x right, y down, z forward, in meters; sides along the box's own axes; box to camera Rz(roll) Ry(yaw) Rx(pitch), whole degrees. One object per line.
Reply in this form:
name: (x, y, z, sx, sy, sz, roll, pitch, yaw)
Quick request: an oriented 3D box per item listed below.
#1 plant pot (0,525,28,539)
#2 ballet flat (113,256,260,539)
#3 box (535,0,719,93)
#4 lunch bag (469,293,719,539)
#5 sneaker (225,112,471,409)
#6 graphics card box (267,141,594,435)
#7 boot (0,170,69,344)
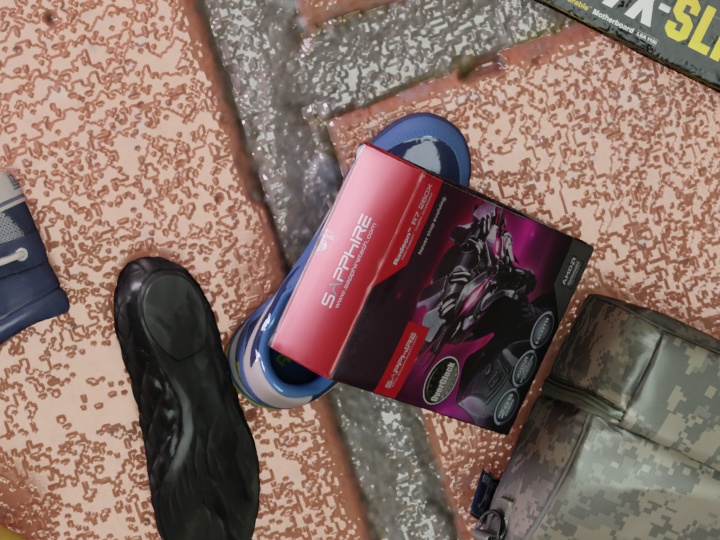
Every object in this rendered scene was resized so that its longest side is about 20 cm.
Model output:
plant pot: (-0.301, 0.202, 1.609, 0.188, 0.201, 0.201, 26, 93, 6)
ballet flat: (-0.100, 0.087, 1.690, 0.066, 0.057, 0.201, -13, 104, -17)
box: (0.202, -0.195, 1.686, 0.199, 0.049, 0.160, 26, 95, -9)
lunch bag: (0.182, 0.125, 1.670, 0.199, 0.139, 0.168, 25, 87, -13)
sneaker: (0.000, 0.000, 1.667, 0.074, 0.082, 0.200, 34, 91, -7)
graphics card box: (0.043, 0.014, 1.628, 0.051, 0.200, 0.126, 26, 92, 34)
boot: (-0.267, 0.026, 1.643, 0.199, 0.073, 0.091, -26, 93, -4)
